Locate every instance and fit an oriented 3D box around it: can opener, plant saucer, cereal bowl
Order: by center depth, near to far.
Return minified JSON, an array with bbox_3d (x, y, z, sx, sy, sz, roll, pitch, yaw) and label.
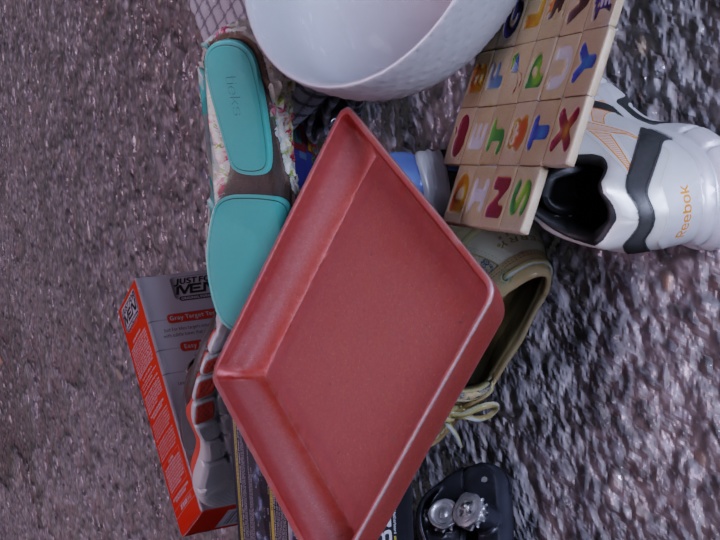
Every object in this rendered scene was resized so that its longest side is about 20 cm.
[{"bbox_3d":[0.027,-0.188,0.927,0.199,0.083,0.201,-14,70,43],"label":"cereal bowl"},{"bbox_3d":[-0.001,0.040,0.932,0.201,0.037,0.200,-62,36,21],"label":"plant saucer"},{"bbox_3d":[0.066,0.206,0.970,0.079,0.063,0.201,52,-149,-46],"label":"can opener"}]

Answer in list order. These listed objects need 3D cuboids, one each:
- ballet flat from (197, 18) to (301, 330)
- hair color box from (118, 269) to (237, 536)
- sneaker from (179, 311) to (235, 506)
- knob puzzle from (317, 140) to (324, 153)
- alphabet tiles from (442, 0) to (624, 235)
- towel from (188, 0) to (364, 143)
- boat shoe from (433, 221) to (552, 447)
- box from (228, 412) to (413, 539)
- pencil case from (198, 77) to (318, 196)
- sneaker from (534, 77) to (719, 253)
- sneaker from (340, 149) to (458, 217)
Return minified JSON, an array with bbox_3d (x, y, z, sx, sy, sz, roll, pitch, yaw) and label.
[{"bbox_3d":[-0.061,-0.060,1.039,0.075,0.064,0.201,8,110,21],"label":"ballet flat"},{"bbox_3d":[-0.115,0.100,1.309,0.061,0.101,0.201,-53,49,55],"label":"hair color box"},{"bbox_3d":[-0.102,0.079,1.161,0.082,0.077,0.201,55,144,38],"label":"sneaker"},{"bbox_3d":[-0.040,-0.006,1.193,0.219,0.030,0.221,-32,53,56],"label":"knob puzzle"},{"bbox_3d":[0.087,-0.101,0.846,0.200,0.006,0.167,-164,91,-76],"label":"alphabet tiles"},{"bbox_3d":[-0.038,-0.199,1.089,0.166,0.085,0.201,-46,61,49],"label":"towel"},{"bbox_3d":[0.056,0.047,0.978,0.201,0.073,0.063,109,146,-42],"label":"boat shoe"},{"bbox_3d":[-0.025,0.181,1.050,0.161,0.049,0.201,13,110,56],"label":"box"},{"bbox_3d":[-0.072,-0.073,1.155,0.087,0.078,0.201,-30,52,31],"label":"pencil case"},{"bbox_3d":[0.107,-0.058,0.843,0.200,0.080,0.074,-150,55,-61],"label":"sneaker"},{"bbox_3d":[0.000,0.000,1.057,0.076,0.077,0.201,-105,27,-49],"label":"sneaker"}]
